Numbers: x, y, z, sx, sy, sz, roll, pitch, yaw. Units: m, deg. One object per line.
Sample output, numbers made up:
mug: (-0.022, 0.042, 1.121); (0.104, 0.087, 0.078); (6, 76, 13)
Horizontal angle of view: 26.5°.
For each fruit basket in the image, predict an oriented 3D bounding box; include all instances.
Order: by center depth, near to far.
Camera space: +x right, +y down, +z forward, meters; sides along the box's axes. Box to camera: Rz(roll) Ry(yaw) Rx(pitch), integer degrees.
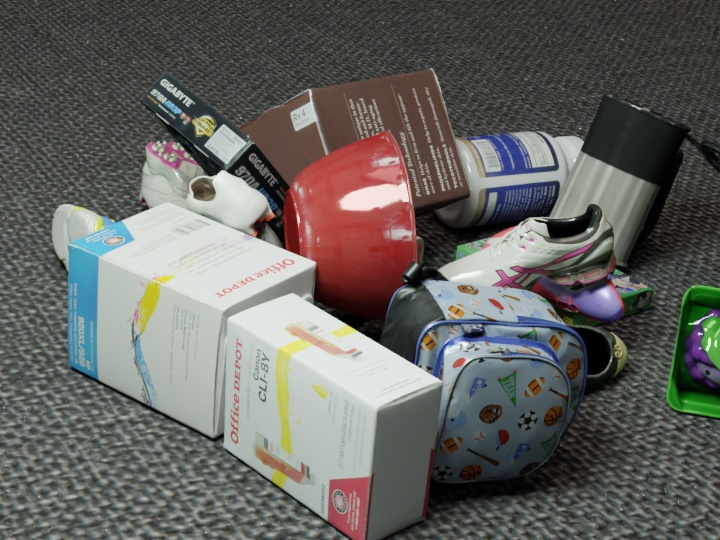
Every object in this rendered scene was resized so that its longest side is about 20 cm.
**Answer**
fruit basket: (0.420, 0.086, 1.545); (0.215, 0.156, 0.216); (8, 10, -1)

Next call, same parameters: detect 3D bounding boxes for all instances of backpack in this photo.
backpack: (0.117, 0.102, 1.420); (0.190, 0.200, 0.154); (-4, 35, -29)

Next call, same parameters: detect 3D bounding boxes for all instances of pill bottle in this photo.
pill bottle: (0.197, -0.120, 1.980); (0.199, 0.116, 0.116); (-7, 28, -26)

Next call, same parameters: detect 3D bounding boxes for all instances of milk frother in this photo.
milk frother: (0.356, -0.090, 1.854); (0.180, 0.189, 0.200); (15, 13, -35)

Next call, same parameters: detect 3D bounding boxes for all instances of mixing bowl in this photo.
mixing bowl: (-0.018, -0.040, 1.557); (0.108, 0.201, 0.200); (-5, 27, -12)

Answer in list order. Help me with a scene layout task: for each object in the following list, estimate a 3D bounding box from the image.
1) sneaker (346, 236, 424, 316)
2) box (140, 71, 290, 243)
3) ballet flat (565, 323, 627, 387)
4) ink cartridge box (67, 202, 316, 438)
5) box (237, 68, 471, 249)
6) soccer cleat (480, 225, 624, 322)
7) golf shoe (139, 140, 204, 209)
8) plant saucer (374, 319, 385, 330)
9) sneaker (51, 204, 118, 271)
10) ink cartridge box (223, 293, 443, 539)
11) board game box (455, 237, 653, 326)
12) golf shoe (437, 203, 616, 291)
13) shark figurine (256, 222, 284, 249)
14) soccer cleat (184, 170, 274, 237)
sneaker: (0.000, 0.000, 1.743); (0.080, 0.072, 0.200); (14, 20, 22)
box: (-0.141, -0.117, 1.697); (0.046, 0.200, 0.159); (-47, 56, -5)
ballet flat: (0.221, 0.083, 1.570); (0.057, 0.067, 0.200); (-21, -19, 38)
ink cartridge box: (-0.167, 0.045, 1.512); (0.200, 0.145, 0.147); (22, 30, 30)
box: (-0.008, -0.130, 1.829); (0.200, 0.165, 0.166); (-16, -2, -38)
soccer cleat: (0.210, 0.014, 1.710); (0.076, 0.067, 0.200); (-33, 43, -21)
golf shoe: (-0.203, -0.075, 1.840); (0.075, 0.092, 0.200); (3, 32, -40)
plant saucer: (0.110, 0.066, 1.643); (0.199, 0.050, 0.200); (5, 26, -2)
sneaker: (-0.261, -0.014, 1.721); (0.105, 0.076, 0.200); (-3, 32, -47)
ink cartridge box: (-0.031, 0.130, 1.367); (0.083, 0.146, 0.200); (-19, 34, -39)
board game box: (0.228, 0.007, 1.820); (0.134, 0.029, 0.200); (-15, 33, -35)
golf shoe: (0.172, -0.020, 1.636); (0.199, 0.092, 0.073); (-15, 37, -1)
shark figurine: (-0.093, 0.010, 1.681); (0.089, 0.129, 0.214); (-12, 3, -15)
soccer cleat: (-0.160, -0.064, 1.615); (0.069, 0.078, 0.200); (-50, 17, -26)
